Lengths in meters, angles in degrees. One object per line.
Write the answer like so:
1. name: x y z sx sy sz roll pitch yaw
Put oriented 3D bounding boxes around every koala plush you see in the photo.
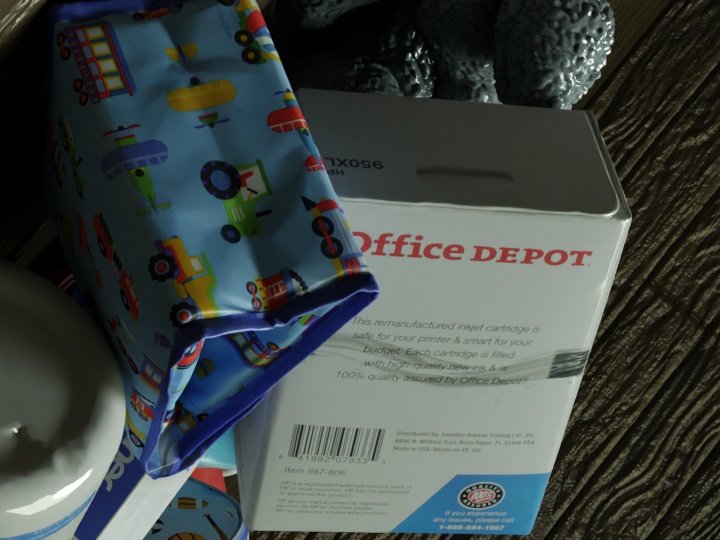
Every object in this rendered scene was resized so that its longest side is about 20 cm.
1. koala plush: -0.001 -0.083 1.046 0.201 0.176 0.184 -60 -175 5

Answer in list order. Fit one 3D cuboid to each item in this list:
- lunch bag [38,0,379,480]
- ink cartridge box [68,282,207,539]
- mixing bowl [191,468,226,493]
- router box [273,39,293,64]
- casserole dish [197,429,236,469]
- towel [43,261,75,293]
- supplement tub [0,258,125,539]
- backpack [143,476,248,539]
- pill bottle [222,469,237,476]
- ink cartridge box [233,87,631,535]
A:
1. lunch bag: -0.090 -0.006 0.921 0.093 0.152 0.200 -14 162 -28
2. ink cartridge box: -0.156 0.114 1.047 0.201 0.094 0.044 -53 155 11
3. mixing bowl: -0.156 0.155 1.342 0.200 0.109 0.200 -40 -176 3
4. router box: -0.023 -0.098 1.303 0.150 0.062 0.200 -53 174 7
5. casserole dish: -0.050 0.060 1.135 0.199 0.120 0.039 -28 -125 45
6. towel: -0.129 0.054 1.177 0.144 0.023 0.201 -35 147 -22
7. supplement tub: -0.188 0.099 0.922 0.132 0.132 0.200 -45 171 -45
8. backpack: -0.112 0.199 1.141 0.200 0.189 0.155 -39 137 -41
9. pill bottle: -0.074 0.057 1.577 0.200 0.113 0.113 -42 169 -52
10. ink cartridge box: 0.026 0.023 0.984 0.085 0.143 0.201 -102 -160 -49
